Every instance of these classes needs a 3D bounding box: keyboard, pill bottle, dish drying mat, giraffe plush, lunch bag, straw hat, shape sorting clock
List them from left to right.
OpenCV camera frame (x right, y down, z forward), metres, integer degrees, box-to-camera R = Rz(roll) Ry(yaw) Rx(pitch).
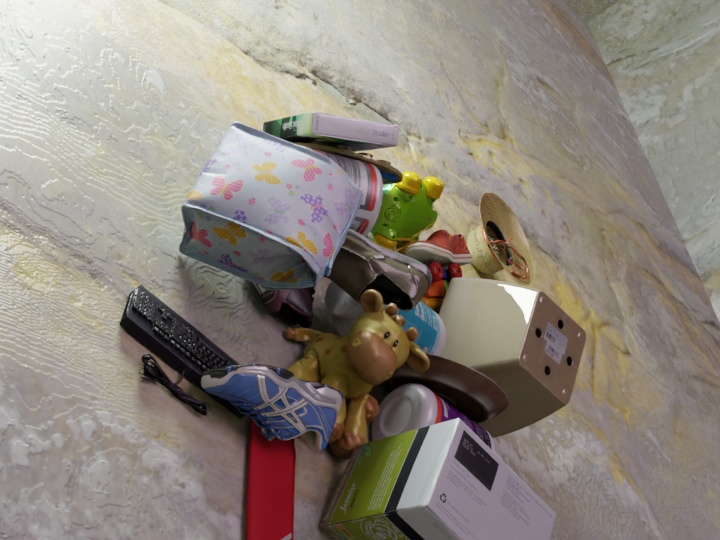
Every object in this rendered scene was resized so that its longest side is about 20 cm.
[{"bbox_3d":[-0.205,0.109,1.327,0.200,0.021,0.128,42,31,-26],"label":"keyboard"},{"bbox_3d":[-0.105,0.266,1.325,0.077,0.018,0.201,37,33,-32],"label":"dish drying mat"},{"bbox_3d":[-0.113,-0.071,1.447,0.198,0.128,0.170,19,53,5],"label":"lunch bag"},{"bbox_3d":[-0.077,-0.119,1.619,0.199,0.116,0.117,13,46,-24],"label":"pill bottle"},{"bbox_3d":[-0.030,-0.168,1.745,0.199,0.199,0.040,21,76,-48],"label":"shape sorting clock"},{"bbox_3d":[0.000,0.125,1.488,0.172,0.162,0.201,38,33,-31],"label":"giraffe plush"},{"bbox_3d":[0.033,0.072,1.636,0.200,0.110,0.111,36,33,-46],"label":"pill bottle"},{"bbox_3d":[0.116,0.251,1.599,0.200,0.112,0.113,37,33,-33],"label":"pill bottle"},{"bbox_3d":[0.252,-0.043,2.165,0.201,0.085,0.202,37,39,-37],"label":"straw hat"}]

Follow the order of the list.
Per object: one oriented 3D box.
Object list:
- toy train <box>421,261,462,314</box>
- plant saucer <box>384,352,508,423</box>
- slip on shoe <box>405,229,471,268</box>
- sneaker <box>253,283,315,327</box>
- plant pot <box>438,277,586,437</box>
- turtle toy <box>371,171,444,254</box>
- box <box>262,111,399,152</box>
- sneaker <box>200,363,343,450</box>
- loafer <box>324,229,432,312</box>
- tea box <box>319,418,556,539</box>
[{"bbox_3d":[0.103,0.050,1.839,0.199,0.084,0.117,2,73,-58],"label":"toy train"},{"bbox_3d":[0.115,0.176,1.619,0.200,0.199,0.032,37,61,-34],"label":"plant saucer"},{"bbox_3d":[0.130,-0.038,1.900,0.200,0.074,0.062,1,75,-61],"label":"slip on shoe"},{"bbox_3d":[-0.081,0.022,1.581,0.199,0.075,0.116,-17,82,-52],"label":"sneaker"},{"bbox_3d":[0.242,0.133,1.788,0.199,0.176,0.201,39,58,-30],"label":"plant pot"},{"bbox_3d":[0.069,-0.105,1.894,0.101,0.147,0.199,30,14,29],"label":"turtle toy"},{"bbox_3d":[-0.049,-0.208,1.704,0.143,0.200,0.037,5,89,-25],"label":"box"},{"bbox_3d":[-0.103,0.162,1.340,0.199,0.075,0.078,21,69,-34],"label":"sneaker"},{"bbox_3d":[0.000,0.000,1.513,0.198,0.075,0.070,17,45,-2],"label":"loafer"},{"bbox_3d":[0.096,0.310,1.386,0.200,0.196,0.134,45,49,-20],"label":"tea box"}]
